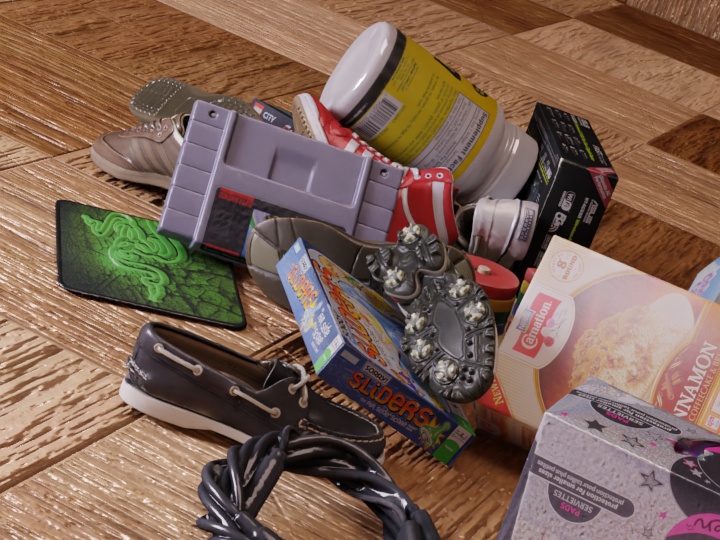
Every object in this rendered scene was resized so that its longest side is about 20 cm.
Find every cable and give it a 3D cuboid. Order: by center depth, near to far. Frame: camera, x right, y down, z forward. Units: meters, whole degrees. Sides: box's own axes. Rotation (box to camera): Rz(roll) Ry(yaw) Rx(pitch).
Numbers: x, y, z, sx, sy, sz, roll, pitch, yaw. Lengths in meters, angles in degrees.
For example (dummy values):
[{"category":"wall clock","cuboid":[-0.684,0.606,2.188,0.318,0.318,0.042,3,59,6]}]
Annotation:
[{"category":"cable","cuboid":[-0.030,0.165,1.184,0.162,0.051,0.200,6,25,-18]}]

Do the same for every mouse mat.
[{"category":"mouse mat","cuboid":[-0.181,-0.008,1.555,0.160,0.008,0.200,13,20,-15]}]

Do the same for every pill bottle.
[{"category":"pill bottle","cuboid":[0.068,-0.142,1.783,0.199,0.115,0.114,34,15,-18]}]

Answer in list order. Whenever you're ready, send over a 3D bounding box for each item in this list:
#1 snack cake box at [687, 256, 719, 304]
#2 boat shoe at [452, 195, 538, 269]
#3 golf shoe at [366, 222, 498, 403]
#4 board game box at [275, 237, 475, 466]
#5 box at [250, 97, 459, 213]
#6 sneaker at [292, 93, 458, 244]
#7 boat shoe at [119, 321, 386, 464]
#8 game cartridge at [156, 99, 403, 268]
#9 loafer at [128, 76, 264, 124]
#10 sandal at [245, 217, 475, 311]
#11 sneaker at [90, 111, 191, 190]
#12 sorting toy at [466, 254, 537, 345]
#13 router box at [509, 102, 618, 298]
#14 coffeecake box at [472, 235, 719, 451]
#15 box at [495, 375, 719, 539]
[{"category":"snack cake box","cuboid":[0.321,0.072,1.569,0.115,0.067,0.200,48,37,-3]},{"category":"boat shoe","cuboid":[0.117,-0.034,1.719,0.065,0.073,0.200,16,-3,-3]},{"category":"golf shoe","cuboid":[0.073,0.043,1.436,0.088,0.077,0.200,51,10,-36]},{"category":"board game box","cuboid":[0.008,0.060,1.430,0.135,0.035,0.200,36,12,-24]},{"category":"box","cuboid":[-0.012,-0.105,1.867,0.199,0.038,0.136,32,9,34]},{"category":"sneaker","cuboid":[0.018,-0.092,1.702,0.112,0.071,0.201,-24,73,-11]},{"category":"boat shoe","cuboid":[-0.071,0.089,1.311,0.199,0.061,0.074,18,16,-3]},{"category":"game cartridge","cuboid":[-0.069,-0.059,1.612,0.199,0.131,0.038,18,-20,-11]},{"category":"loafer","cuboid":[-0.147,-0.131,1.786,0.200,0.076,0.068,34,-19,43]},{"category":"sandal","cuboid":[0.000,0.000,1.568,0.198,0.082,0.055,3,-2,3]},{"category":"sneaker","cuboid":[-0.173,-0.115,1.704,0.199,0.076,0.070,20,19,37]},{"category":"sorting toy","cuboid":[0.160,0.053,1.602,0.198,0.070,0.200,4,25,-35]},{"category":"router box","cuboid":[0.187,-0.064,1.814,0.062,0.151,0.200,18,20,-9]},{"category":"coffeecake box","cuboid":[0.209,0.086,1.423,0.199,0.154,0.073,23,-18,14]},{"category":"box","cuboid":[0.205,0.176,1.222,0.199,0.133,0.115,24,19,17]}]
